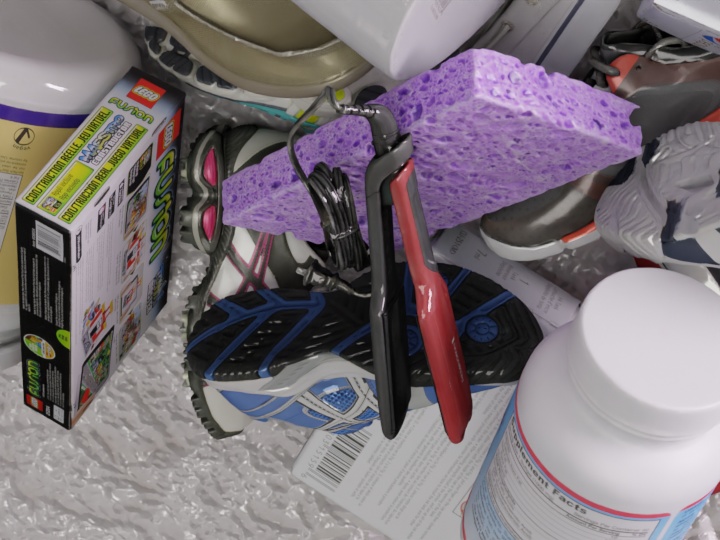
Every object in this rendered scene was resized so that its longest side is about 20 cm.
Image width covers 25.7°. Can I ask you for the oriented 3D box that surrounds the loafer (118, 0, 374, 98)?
[{"bbox_3d":[-0.075,-0.154,0.820,0.200,0.076,0.068,27,154,23],"label":"loafer"}]

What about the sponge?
[{"bbox_3d":[0.031,-0.054,0.805,0.111,0.030,0.200,13,157,-38],"label":"sponge"}]

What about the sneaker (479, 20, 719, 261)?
[{"bbox_3d":[0.133,-0.088,0.833,0.200,0.077,0.082,-38,122,13],"label":"sneaker"}]

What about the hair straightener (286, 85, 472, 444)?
[{"bbox_3d":[0.000,0.000,0.764,0.077,0.041,0.200,-1,125,22],"label":"hair straightener"}]

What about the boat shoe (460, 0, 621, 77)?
[{"bbox_3d":[0.109,-0.164,0.817,0.066,0.072,0.200,30,127,-2],"label":"boat shoe"}]

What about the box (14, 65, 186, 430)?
[{"bbox_3d":[-0.144,-0.006,0.874,0.035,0.110,0.200,27,145,9],"label":"box"}]

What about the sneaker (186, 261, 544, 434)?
[{"bbox_3d":[0.008,0.047,0.875,0.200,0.076,0.077,-2,143,22],"label":"sneaker"}]

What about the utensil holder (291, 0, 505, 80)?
[{"bbox_3d":[-0.007,-0.212,0.737,0.200,0.170,0.170,41,117,10],"label":"utensil holder"}]

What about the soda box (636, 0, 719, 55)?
[{"bbox_3d":[0.202,-0.201,0.743,0.064,0.068,0.200,24,95,1],"label":"soda box"}]

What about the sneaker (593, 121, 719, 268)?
[{"bbox_3d":[0.212,-0.008,0.750,0.130,0.080,0.199,44,148,-25],"label":"sneaker"}]

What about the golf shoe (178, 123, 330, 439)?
[{"bbox_3d":[-0.060,0.013,0.931,0.088,0.077,0.200,4,115,3],"label":"golf shoe"}]

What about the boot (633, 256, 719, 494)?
[{"bbox_3d":[0.161,0.052,0.904,0.144,0.072,0.200,-26,107,26],"label":"boot"}]

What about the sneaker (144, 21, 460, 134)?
[{"bbox_3d":[-0.030,-0.099,0.870,0.200,0.078,0.080,23,155,16],"label":"sneaker"}]

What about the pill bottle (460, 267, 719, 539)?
[{"bbox_3d":[0.122,0.092,0.790,0.109,0.109,0.200,19,139,3],"label":"pill bottle"}]

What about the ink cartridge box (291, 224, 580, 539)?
[{"bbox_3d":[0.075,0.093,0.930,0.173,0.044,0.200,32,125,2],"label":"ink cartridge box"}]

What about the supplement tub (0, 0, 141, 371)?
[{"bbox_3d":[-0.217,-0.056,0.893,0.145,0.145,0.200,23,117,1],"label":"supplement tub"}]
